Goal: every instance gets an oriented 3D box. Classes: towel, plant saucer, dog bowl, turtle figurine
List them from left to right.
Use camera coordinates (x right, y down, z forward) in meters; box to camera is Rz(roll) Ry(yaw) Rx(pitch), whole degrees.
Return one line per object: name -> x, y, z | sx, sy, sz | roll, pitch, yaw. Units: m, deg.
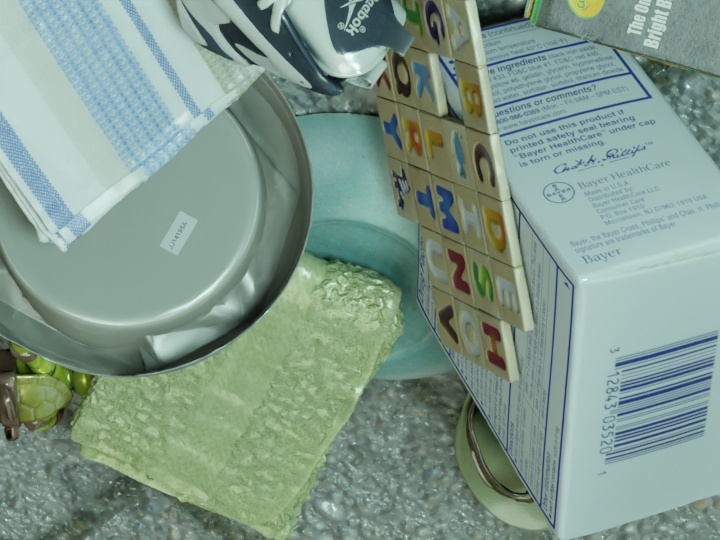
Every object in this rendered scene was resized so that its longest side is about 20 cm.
turtle figurine -> -0.213, 0.070, 1.640 | 0.161, 0.065, 0.200 | -4, 158, -4
towel -> -0.120, -0.124, 1.422 | 0.024, 0.200, 0.147 | 27, 155, 53
dog bowl -> -0.123, -0.034, 1.491 | 0.200, 0.200, 0.059 | 13, 167, 5
towel -> -0.072, 0.058, 1.585 | 0.148, 0.037, 0.200 | 24, 123, -5
plant saucer -> 0.000, 0.000, 1.580 | 0.201, 0.039, 0.201 | 8, 133, 9

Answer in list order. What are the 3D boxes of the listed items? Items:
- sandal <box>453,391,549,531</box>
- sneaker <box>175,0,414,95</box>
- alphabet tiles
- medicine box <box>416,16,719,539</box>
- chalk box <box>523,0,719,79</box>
sandal -> 0.090, 0.097, 1.619 | 0.080, 0.057, 0.201 | 9, 147, 8
sneaker -> -0.034, -0.149, 1.328 | 0.129, 0.080, 0.199 | 26, 154, 21
alphabet tiles -> 0.043, -0.048, 1.409 | 0.008, 0.167, 0.200 | -15, 104, -16
medicine box -> 0.110, -0.002, 1.422 | 0.103, 0.200, 0.182 | -15, 135, -16
chalk box -> 0.151, -0.182, 1.311 | 0.200, 0.124, 0.125 | 17, 135, 2
